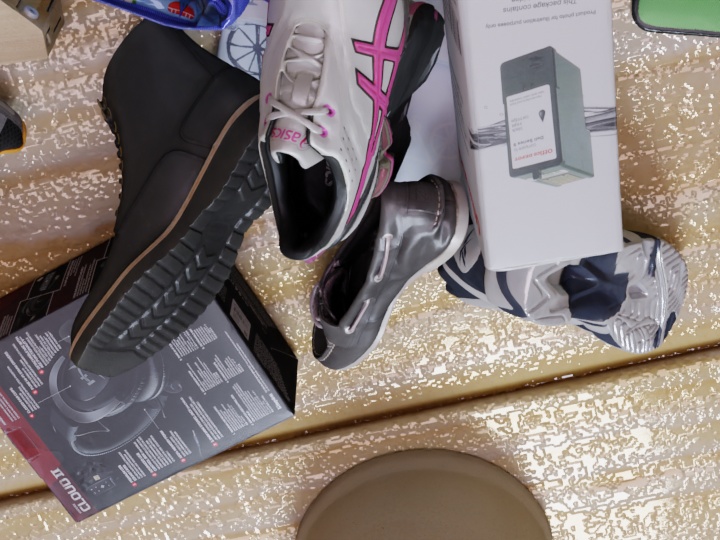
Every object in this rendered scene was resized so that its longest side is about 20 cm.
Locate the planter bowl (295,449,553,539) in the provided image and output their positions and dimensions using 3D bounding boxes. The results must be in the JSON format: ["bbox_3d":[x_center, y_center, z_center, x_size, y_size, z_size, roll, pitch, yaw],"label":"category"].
[{"bbox_3d":[0.049,0.251,1.099,0.198,0.135,0.202,0,119,-1],"label":"planter bowl"}]

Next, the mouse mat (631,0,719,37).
[{"bbox_3d":[0.254,-0.233,0.913,0.159,0.008,0.202,4,117,-3],"label":"mouse mat"}]

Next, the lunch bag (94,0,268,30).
[{"bbox_3d":[-0.130,-0.193,0.836,0.199,0.151,0.095,27,115,-6],"label":"lunch bag"}]

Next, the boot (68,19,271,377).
[{"bbox_3d":[-0.135,-0.050,0.932,0.200,0.138,0.077,-50,152,4],"label":"boot"}]

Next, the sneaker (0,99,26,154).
[{"bbox_3d":[-0.283,-0.037,0.978,0.077,0.079,0.201,22,120,-26],"label":"sneaker"}]

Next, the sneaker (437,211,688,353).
[{"bbox_3d":[0.120,-0.005,1.000,0.198,0.129,0.080,2,109,-47],"label":"sneaker"}]

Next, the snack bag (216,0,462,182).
[{"bbox_3d":[-0.001,-0.143,0.952,0.187,0.021,0.202,12,118,-7],"label":"snack bag"}]

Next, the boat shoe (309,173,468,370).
[{"bbox_3d":[0.000,0.000,0.973,0.056,0.067,0.200,8,146,-24],"label":"boat shoe"}]

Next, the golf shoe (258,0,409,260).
[{"bbox_3d":[-0.017,-0.099,0.812,0.072,0.092,0.202,9,126,16],"label":"golf shoe"}]

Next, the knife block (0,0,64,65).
[{"bbox_3d":[-0.306,-0.144,0.925,0.199,0.064,0.176,34,114,-17],"label":"knife block"}]

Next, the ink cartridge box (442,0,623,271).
[{"bbox_3d":[0.094,-0.123,0.871,0.083,0.146,0.202,-8,119,1],"label":"ink cartridge box"}]

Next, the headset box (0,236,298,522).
[{"bbox_3d":[-0.163,0.067,1.031,0.199,0.077,0.149,-27,114,14],"label":"headset box"}]

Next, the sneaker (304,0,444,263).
[{"bbox_3d":[-0.016,-0.099,0.933,0.086,0.080,0.201,35,131,15],"label":"sneaker"}]
